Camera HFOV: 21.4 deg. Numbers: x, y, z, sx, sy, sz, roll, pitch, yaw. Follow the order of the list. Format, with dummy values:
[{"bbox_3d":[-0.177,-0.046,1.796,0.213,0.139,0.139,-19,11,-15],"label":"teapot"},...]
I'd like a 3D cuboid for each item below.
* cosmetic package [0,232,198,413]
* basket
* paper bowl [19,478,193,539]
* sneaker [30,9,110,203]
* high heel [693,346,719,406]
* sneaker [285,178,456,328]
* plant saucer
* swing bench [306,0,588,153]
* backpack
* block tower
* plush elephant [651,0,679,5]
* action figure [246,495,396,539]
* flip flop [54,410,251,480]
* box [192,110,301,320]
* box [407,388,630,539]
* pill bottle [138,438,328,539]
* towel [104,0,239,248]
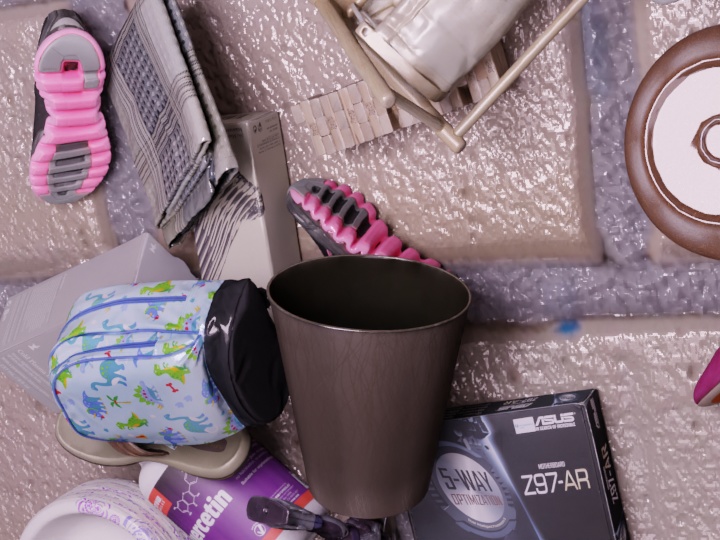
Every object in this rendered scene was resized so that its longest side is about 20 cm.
[{"bbox_3d":[-0.249,0.053,1.832,0.199,0.091,0.107,-22,129,35],"label":"cosmetic package"},{"bbox_3d":[0.006,0.106,1.688,0.179,0.136,0.202,5,118,8],"label":"basket"},{"bbox_3d":[-0.240,0.307,1.912,0.199,0.104,0.203,7,108,23],"label":"paper bowl"},{"bbox_3d":[-0.284,-0.160,1.828,0.078,0.096,0.201,-3,128,-19],"label":"sneaker"},{"bbox_3d":[0.343,0.030,1.645,0.200,0.067,0.097,-47,56,29],"label":"high heel"},{"bbox_3d":[0.000,0.000,1.761,0.200,0.079,0.096,42,126,9],"label":"sneaker"},{"bbox_3d":[0.308,-0.108,1.596,0.199,0.037,0.202,1,92,29],"label":"plant saucer"},{"bbox_3d":[0.066,-0.248,1.603,0.199,0.129,0.200,-46,55,13],"label":"swing bench"},{"bbox_3d":[-0.180,0.081,1.698,0.198,0.154,0.164,13,146,25],"label":"backpack"},{"bbox_3d":[0.040,-0.157,1.708,0.199,0.054,0.058,-16,97,25],"label":"block tower"},{"bbox_3d":[0.293,-0.291,1.520,0.154,0.199,0.166,29,122,32],"label":"plush elephant"},{"bbox_3d":[-0.023,0.256,1.771,0.069,0.199,0.131,3,84,38],"label":"action figure"},{"bbox_3d":[-0.197,0.148,1.777,0.198,0.058,0.082,11,71,24],"label":"flip flop"},{"bbox_3d":[-0.110,-0.045,1.790,0.081,0.068,0.202,-5,101,24],"label":"box"},{"bbox_3d":[0.139,0.203,1.768,0.198,0.043,0.162,-9,100,24],"label":"box"},{"bbox_3d":[-0.135,0.210,1.843,0.200,0.112,0.113,39,114,8],"label":"pill bottle"},{"bbox_3d":[-0.182,-0.139,1.737,0.193,0.034,0.201,-44,65,58],"label":"towel"}]
